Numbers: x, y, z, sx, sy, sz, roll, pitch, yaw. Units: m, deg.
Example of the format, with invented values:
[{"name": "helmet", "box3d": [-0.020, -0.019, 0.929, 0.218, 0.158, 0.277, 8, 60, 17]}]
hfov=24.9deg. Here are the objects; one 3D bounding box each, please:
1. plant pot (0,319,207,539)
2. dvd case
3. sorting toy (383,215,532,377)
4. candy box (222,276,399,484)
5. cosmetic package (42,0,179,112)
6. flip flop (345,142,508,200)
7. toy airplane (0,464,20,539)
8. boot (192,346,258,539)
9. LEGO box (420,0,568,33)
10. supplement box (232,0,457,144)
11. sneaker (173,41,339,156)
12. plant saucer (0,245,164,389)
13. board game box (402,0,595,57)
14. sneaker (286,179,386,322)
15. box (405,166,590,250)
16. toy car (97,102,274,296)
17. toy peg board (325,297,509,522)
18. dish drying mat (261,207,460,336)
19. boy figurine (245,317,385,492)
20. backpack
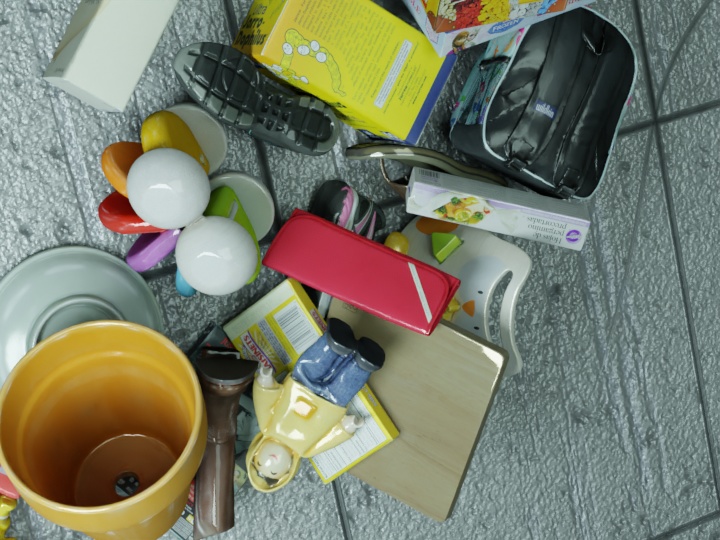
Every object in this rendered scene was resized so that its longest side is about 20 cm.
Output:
[{"name": "plant pot", "box3d": [-0.241, 0.180, 1.600, 0.199, 0.200, 0.184, -34, 152, -16]}, {"name": "dvd case", "box3d": [-0.170, 0.177, 1.754, 0.146, 0.022, 0.201, 42, 80, -23]}, {"name": "sorting toy", "box3d": [0.113, 0.035, 1.764, 0.106, 0.179, 0.202, 1, 97, -43]}, {"name": "candy box", "box3d": [-0.053, 0.116, 1.719, 0.201, 0.102, 0.026, 57, 30, 3]}, {"name": "cosmetic package", "box3d": [-0.233, -0.263, 1.625, 0.073, 0.103, 0.201, 29, 84, -23]}, {"name": "flip flop", "box3d": [0.074, -0.100, 1.798, 0.198, 0.081, 0.058, 17, 88, -30]}, {"name": "toy airplane", "box3d": [-0.392, 0.282, 1.604, 0.198, 0.141, 0.201, -20, 105, -20]}, {"name": "boot", "box3d": [-0.144, 0.187, 1.659, 0.063, 0.186, 0.202, 5, 93, -4]}, {"name": "LEGO box", "box3d": [0.116, -0.354, 1.676, 0.147, 0.077, 0.201, -11, 59, -14]}, {"name": "supplement box", "box3d": [-0.018, -0.227, 1.721, 0.199, 0.109, 0.110, 29, 85, -24]}, {"name": "sneaker", "box3d": [-0.118, -0.169, 1.689, 0.199, 0.079, 0.076, 29, 74, -32]}, {"name": "plant saucer", "box3d": [-0.291, 0.077, 1.672, 0.198, 0.050, 0.203, -3, 98, -23]}, {"name": "board game box", "box3d": [0.123, -0.340, 1.740, 0.198, 0.041, 0.200, -22, 63, -20]}, {"name": "sneaker", "box3d": [-0.023, 0.010, 1.770, 0.086, 0.080, 0.202, 18, 95, -35]}, {"name": "box", "box3d": [0.147, -0.066, 1.750, 0.198, 0.042, 0.039, 12, 120, -7]}, {"name": "toy car", "box3d": [-0.187, -0.058, 1.658, 0.149, 0.175, 0.201, -28, 111, 18]}, {"name": "toy peg board", "box3d": [0.053, 0.126, 1.742, 0.098, 0.199, 0.201, -22, 134, -62]}, {"name": "dish drying mat", "box3d": [0.000, 0.000, 1.688, 0.198, 0.018, 0.077, 24, 67, 18]}, {"name": "boy figurine", "box3d": [-0.061, 0.142, 1.672, 0.124, 0.065, 0.201, 34, 110, -11]}, {"name": "backpack", "box3d": [0.205, -0.195, 1.800, 0.176, 0.150, 0.202, 24, 90, -25]}]
